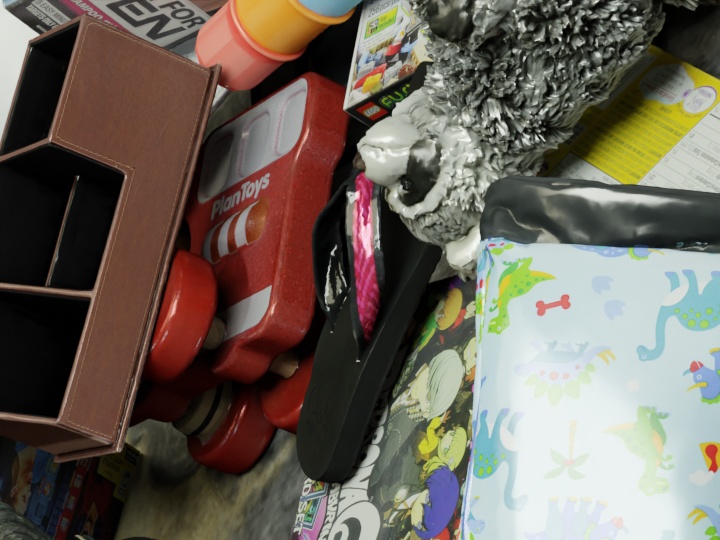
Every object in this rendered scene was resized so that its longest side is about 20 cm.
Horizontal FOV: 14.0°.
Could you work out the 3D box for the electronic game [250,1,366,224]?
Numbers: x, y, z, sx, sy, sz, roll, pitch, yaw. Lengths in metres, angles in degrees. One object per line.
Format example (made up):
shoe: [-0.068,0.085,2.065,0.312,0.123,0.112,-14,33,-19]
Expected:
electronic game: [0.006,-0.121,1.525,0.200,0.042,0.201,-29,53,46]

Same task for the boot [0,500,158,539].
boot: [-0.149,0.164,1.470,0.211,0.158,0.080,15,84,64]

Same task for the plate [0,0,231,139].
plate: [-0.123,-0.136,1.568,0.200,0.032,0.200,-50,53,4]

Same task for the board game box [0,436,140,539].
board game box: [-0.202,0.162,1.547,0.062,0.200,0.200,13,78,19]

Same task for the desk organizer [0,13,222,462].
desk organizer: [-0.139,-0.016,1.421,0.072,0.077,0.201,-14,58,58]

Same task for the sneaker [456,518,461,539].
sneaker: [0.058,0.122,1.152,0.067,0.108,0.202,11,82,22]

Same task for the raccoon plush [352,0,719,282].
raccoon plush: [0.096,-0.070,1.230,0.097,0.199,0.134,-70,-24,-66]

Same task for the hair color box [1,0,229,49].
hair color box: [-0.077,-0.176,1.476,0.200,0.100,0.061,-25,61,20]

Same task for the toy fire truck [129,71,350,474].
toy fire truck: [-0.074,0.001,1.502,0.200,0.112,0.168,-27,47,54]

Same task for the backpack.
backpack: [0.107,0.069,1.074,0.154,0.163,0.201,15,-98,-74]

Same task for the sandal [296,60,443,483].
sandal: [0.000,0.000,1.333,0.075,0.045,0.201,-138,66,-68]

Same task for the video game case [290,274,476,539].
video game case: [0.030,0.099,1.318,0.181,0.036,0.201,-16,56,56]

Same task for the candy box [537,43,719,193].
candy box: [0.114,-0.044,1.248,0.102,0.026,0.200,-48,27,-1]

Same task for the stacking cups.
stacking cups: [-0.006,-0.150,1.406,0.200,0.060,0.061,-39,38,45]

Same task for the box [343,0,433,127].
box: [0.075,-0.145,1.359,0.200,0.035,0.110,-27,44,44]
